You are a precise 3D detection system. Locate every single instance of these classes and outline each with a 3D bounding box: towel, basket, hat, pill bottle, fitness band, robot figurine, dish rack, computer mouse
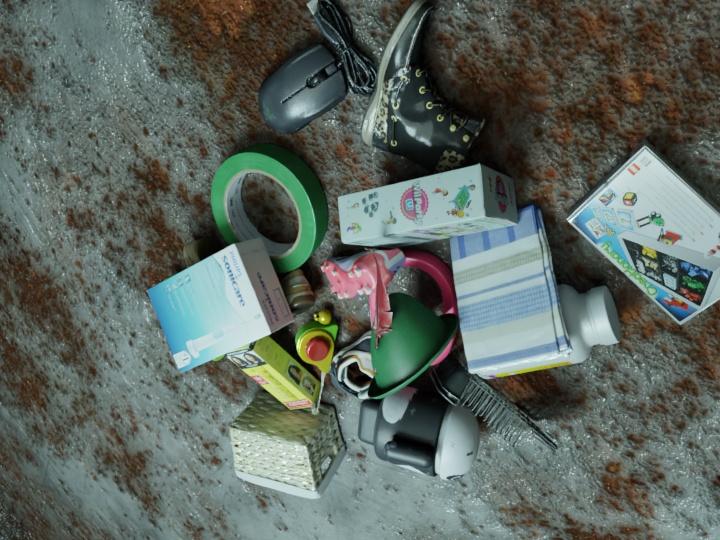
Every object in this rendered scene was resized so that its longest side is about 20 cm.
[{"bbox_3d":[0.193,0.027,0.760,0.144,0.024,0.206,-20,66,34],"label":"towel"},{"bbox_3d":[-0.144,0.334,1.117,0.194,0.136,0.127,6,117,24],"label":"basket"},{"bbox_3d":[0.029,0.052,0.801,0.177,0.166,0.199,48,125,-6],"label":"hat"},{"bbox_3d":[0.247,0.082,0.786,0.196,0.105,0.106,-18,109,33],"label":"pill bottle"},{"bbox_3d":[0.085,0.062,0.904,0.139,0.038,0.205,8,122,20],"label":"fitness band"},{"bbox_3d":[0.094,0.260,0.922,0.194,0.152,0.127,10,141,21],"label":"robot figurine"},{"bbox_3d":[0.201,0.208,0.861,0.198,0.153,0.055,38,93,1],"label":"dish rack"},{"bbox_3d":[-0.080,-0.259,0.790,0.197,0.053,0.140,-28,103,36],"label":"computer mouse"}]

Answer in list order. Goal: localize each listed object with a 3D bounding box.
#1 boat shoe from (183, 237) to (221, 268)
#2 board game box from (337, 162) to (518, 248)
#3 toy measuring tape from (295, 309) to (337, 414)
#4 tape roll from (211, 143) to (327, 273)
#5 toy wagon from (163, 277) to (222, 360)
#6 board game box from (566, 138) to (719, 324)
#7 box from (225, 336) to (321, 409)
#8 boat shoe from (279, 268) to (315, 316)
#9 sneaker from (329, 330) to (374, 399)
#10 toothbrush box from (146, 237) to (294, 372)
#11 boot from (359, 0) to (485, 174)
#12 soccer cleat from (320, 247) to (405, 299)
[{"bbox_3d":[-0.264,0.037,1.052,0.063,0.071,0.205,-7,108,38],"label":"boat shoe"},{"bbox_3d":[0.090,-0.077,0.745,0.195,0.146,0.066,-8,87,31],"label":"board game box"},{"bbox_3d":[-0.088,0.161,1.011,0.072,0.073,0.206,18,111,16],"label":"toy measuring tape"},{"bbox_3d":[-0.148,-0.098,0.921,0.195,0.048,0.206,13,123,20],"label":"tape roll"},{"bbox_3d":[-0.313,0.104,1.099,0.155,0.039,0.202,42,156,26],"label":"toy wagon"},{"bbox_3d":[0.369,-0.043,0.694,0.199,0.035,0.127,42,127,0],"label":"board game box"},{"bbox_3d":[-0.158,0.181,1.044,0.074,0.051,0.201,-14,133,32],"label":"box"},{"bbox_3d":[-0.149,0.054,1.007,0.198,0.070,0.078,-29,71,41],"label":"boat shoe"},{"bbox_3d":[-0.013,0.176,0.969,0.077,0.080,0.201,31,142,-3],"label":"sneaker"},{"bbox_3d":[-0.227,0.056,0.924,0.196,0.085,0.150,-25,90,24],"label":"toothbrush box"},{"bbox_3d":[0.089,-0.214,0.715,0.148,0.073,0.203,32,131,9],"label":"boot"},{"bbox_3d":[0.000,0.000,0.867,0.068,0.075,0.199,63,161,-9],"label":"soccer cleat"}]
